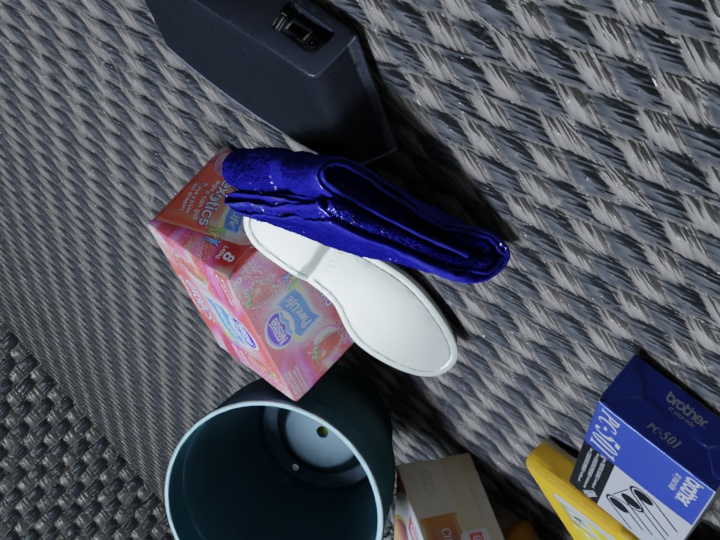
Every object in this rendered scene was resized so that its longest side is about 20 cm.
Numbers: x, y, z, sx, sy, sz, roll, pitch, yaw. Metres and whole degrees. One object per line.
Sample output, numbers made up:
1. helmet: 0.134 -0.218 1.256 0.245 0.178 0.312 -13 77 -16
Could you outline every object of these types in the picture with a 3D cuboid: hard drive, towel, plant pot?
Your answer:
1. hard drive: -0.070 -0.148 1.215 0.200 0.042 0.135 35 163 30
2. towel: -0.005 -0.033 1.257 0.147 0.050 0.200 27 175 -22
3. plant pot: -0.053 0.178 1.717 0.200 0.200 0.188 44 -157 -2

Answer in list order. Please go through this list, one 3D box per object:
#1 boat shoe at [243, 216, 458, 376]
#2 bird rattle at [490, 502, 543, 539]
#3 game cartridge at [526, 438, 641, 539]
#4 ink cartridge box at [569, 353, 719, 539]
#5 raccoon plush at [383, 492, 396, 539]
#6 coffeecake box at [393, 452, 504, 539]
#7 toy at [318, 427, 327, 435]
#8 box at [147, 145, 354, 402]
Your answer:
1. boat shoe: 0.000 0.000 1.439 0.200 0.073 0.062 39 -151 -9
2. bird rattle: 0.157 0.284 1.750 0.164 0.112 0.200 63 171 -13
3. game cartridge: 0.225 0.234 1.456 0.200 0.032 0.177 39 167 50
4. ink cartridge box: 0.197 0.130 1.265 0.094 0.044 0.200 38 164 13
5. raccoon plush: 0.094 0.281 1.936 0.097 0.133 0.201 52 138 31
6. coffeecake box: 0.082 0.292 1.705 0.154 0.073 0.201 -111 16 -46
7. toy: -0.036 0.165 1.943 0.201 0.047 0.115 60 174 -15
8. box: -0.082 0.006 1.559 0.102 0.095 0.200 33 162 31
